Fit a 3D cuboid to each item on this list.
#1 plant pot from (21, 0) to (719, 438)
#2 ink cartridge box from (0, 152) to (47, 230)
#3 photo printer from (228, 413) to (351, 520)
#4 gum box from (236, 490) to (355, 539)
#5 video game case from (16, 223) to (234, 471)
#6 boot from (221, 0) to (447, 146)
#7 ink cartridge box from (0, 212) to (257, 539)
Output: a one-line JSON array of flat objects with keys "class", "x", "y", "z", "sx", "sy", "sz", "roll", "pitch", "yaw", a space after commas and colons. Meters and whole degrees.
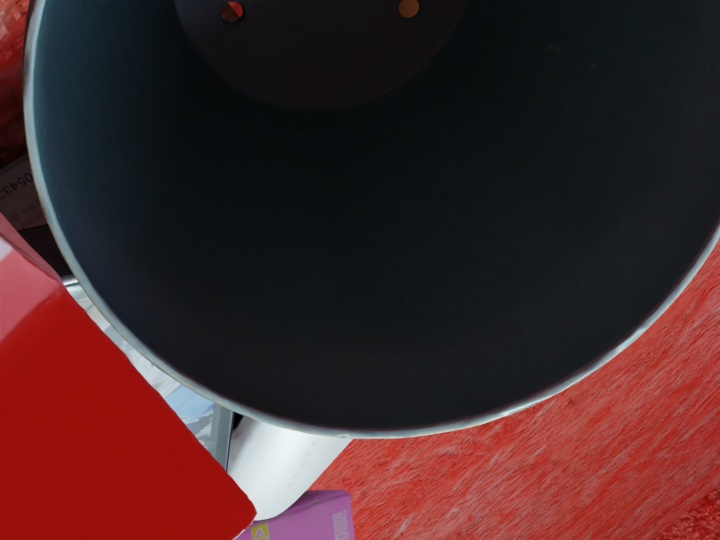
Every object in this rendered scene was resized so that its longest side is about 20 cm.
[{"class": "plant pot", "x": -0.001, "y": -0.071, "z": 0.800, "sx": 0.200, "sy": 0.200, "sz": 0.135, "roll": -42, "pitch": -157, "yaw": 6}, {"class": "ink cartridge box", "x": -0.119, "y": 0.021, "z": 1.006, "sx": 0.196, "sy": 0.043, "sz": 0.200, "roll": -35, "pitch": 163, "yaw": -23}, {"class": "photo printer", "x": 0.000, "y": 0.000, "z": 1.076, "sx": 0.167, "sy": 0.069, "sz": 0.200, "roll": -58, "pitch": 174, "yaw": 24}, {"class": "gum box", "x": -0.113, "y": 0.129, "z": 1.104, "sx": 0.199, "sy": 0.066, "sz": 0.113, "roll": -4, "pitch": -176, "yaw": 30}, {"class": "video game case", "x": -0.135, "y": 0.060, "z": 0.903, "sx": 0.199, "sy": 0.026, "sz": 0.181, "roll": -13, "pitch": 143, "yaw": -19}, {"class": "boot", "x": 0.036, "y": -0.062, "z": 0.912, "sx": 0.200, "sy": 0.155, "sz": 0.074, "roll": -41, "pitch": 173, "yaw": 7}, {"class": "ink cartridge box", "x": -0.148, "y": 0.031, "z": 0.636, "sx": 0.163, "sy": 0.200, "sz": 0.057, "roll": -43, "pitch": 168, "yaw": 8}]
